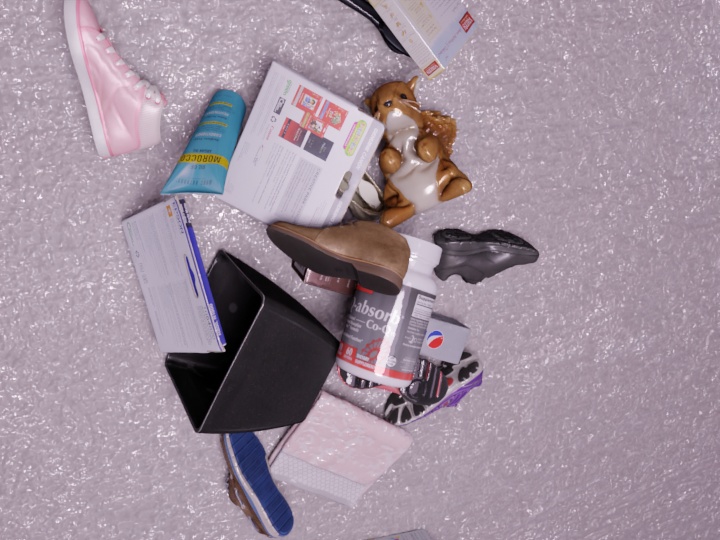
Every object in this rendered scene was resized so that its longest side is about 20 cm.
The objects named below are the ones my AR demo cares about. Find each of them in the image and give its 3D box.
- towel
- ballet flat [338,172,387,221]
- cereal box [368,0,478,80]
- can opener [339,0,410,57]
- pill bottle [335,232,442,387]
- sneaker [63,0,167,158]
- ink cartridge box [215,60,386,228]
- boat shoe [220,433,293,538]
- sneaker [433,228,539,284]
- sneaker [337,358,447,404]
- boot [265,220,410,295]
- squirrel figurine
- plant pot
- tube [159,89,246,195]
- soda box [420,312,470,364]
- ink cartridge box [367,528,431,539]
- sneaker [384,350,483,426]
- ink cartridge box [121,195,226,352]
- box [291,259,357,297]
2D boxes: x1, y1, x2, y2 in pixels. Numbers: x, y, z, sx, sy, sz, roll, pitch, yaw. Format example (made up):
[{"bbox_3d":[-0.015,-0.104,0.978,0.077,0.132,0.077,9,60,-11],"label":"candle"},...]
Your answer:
[{"bbox_3d":[-0.038,0.315,1.023,0.199,0.032,0.192,30,107,-24],"label":"towel"},{"bbox_3d":[-0.024,-0.155,0.905,0.069,0.069,0.200,-44,113,-3],"label":"ballet flat"},{"bbox_3d":[0.076,-0.388,0.840,0.200,0.039,0.144,49,51,-16],"label":"cereal box"},{"bbox_3d":[0.022,-0.387,0.862,0.199,0.079,0.064,37,99,-15],"label":"can opener"},{"bbox_3d":[0.044,0.053,0.844,0.114,0.116,0.203,17,89,-22],"label":"pill bottle"},{"bbox_3d":[-0.312,-0.254,0.773,0.103,0.075,0.203,-10,115,-11],"label":"sneaker"},{"bbox_3d":[-0.078,-0.155,0.831,0.174,0.084,0.202,28,104,-1],"label":"ink cartridge box"},{"bbox_3d":[-0.187,0.352,0.976,0.072,0.072,0.202,-25,89,31],"label":"boat shoe"},{"bbox_3d":[0.214,-0.021,1.029,0.197,0.076,0.092,2,114,-12],"label":"sneaker"},{"bbox_3d":[0.052,0.167,0.997,0.197,0.087,0.075,17,92,-14],"label":"sneaker"},{"bbox_3d":[-0.028,-0.034,0.790,0.197,0.074,0.076,19,68,10],"label":"boot"},{"bbox_3d":[0.077,-0.187,0.888,0.140,0.200,0.189,-23,97,23],"label":"squirrel figurine"},{"bbox_3d":[-0.149,0.120,0.877,0.176,0.199,0.202,26,95,-36],"label":"plant pot"},{"bbox_3d":[-0.196,-0.163,0.779,0.076,0.202,0.051,-2,137,8],"label":"tube"},{"bbox_3d":[0.084,0.099,1.012,0.197,0.063,0.069,16,98,-22],"label":"soda box"},{"bbox_3d":[0.054,0.569,1.085,0.197,0.146,0.084,-2,104,-18],"label":"ink cartridge box"},{"bbox_3d":[0.139,0.229,1.063,0.198,0.081,0.084,-27,129,-4],"label":"sneaker"},{"bbox_3d":[-0.240,0.010,0.787,0.040,0.199,0.203,-20,98,-39],"label":"ink cartridge box"},{"bbox_3d":[0.000,0.000,0.937,0.198,0.100,0.076,18,99,-23],"label":"box"}]
